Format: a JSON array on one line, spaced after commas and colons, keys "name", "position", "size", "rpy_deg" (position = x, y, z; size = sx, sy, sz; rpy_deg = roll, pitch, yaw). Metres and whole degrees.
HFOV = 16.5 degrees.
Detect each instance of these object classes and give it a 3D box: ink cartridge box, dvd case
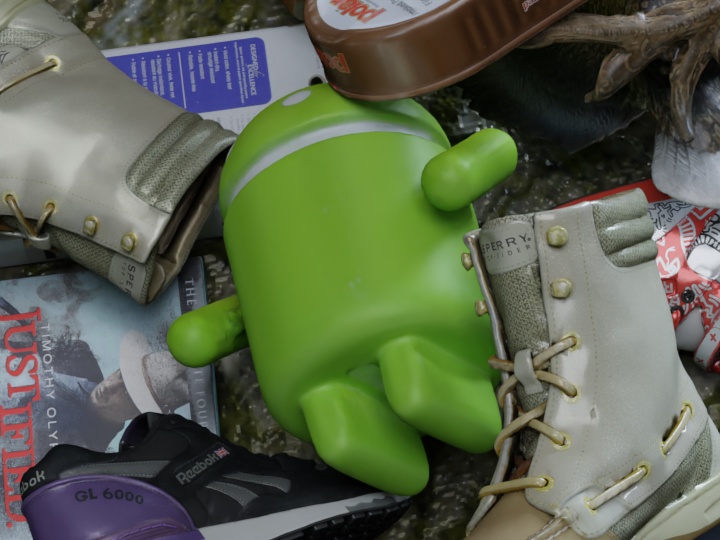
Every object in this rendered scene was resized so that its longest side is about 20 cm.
[{"name": "ink cartridge box", "position": [-0.100, -0.064, 1.245], "size": [0.199, 0.039, 0.100], "rpy_deg": [-7, 67, 0]}, {"name": "dvd case", "position": [-0.168, 0.072, 1.197], "size": [0.199, 0.022, 0.147], "rpy_deg": [-6, 67, -1]}]

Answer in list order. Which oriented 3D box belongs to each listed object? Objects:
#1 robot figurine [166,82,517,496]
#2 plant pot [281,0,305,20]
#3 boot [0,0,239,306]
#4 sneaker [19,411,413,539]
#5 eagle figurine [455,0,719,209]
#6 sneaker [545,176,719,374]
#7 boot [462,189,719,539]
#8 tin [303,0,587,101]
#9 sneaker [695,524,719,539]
[{"name": "robot figurine", "position": [0.000, 0.000, 1.136], "size": [0.175, 0.115, 0.201], "rpy_deg": [-33, 54, 26]}, {"name": "plant pot", "position": [-0.012, -0.234, 1.245], "size": [0.199, 0.200, 0.184], "rpy_deg": [-23, 83, -8]}, {"name": "boot", "position": [-0.166, -0.024, 1.175], "size": [0.154, 0.072, 0.200], "rpy_deg": [34, 72, 12]}, {"name": "sneaker", "position": [-0.061, 0.096, 1.110], "size": [0.199, 0.076, 0.088], "rpy_deg": [-7, 62, -45]}, {"name": "eagle figurine", "position": [0.137, -0.122, 1.209], "size": [0.151, 0.200, 0.152], "rpy_deg": [27, 90, -10]}, {"name": "sneaker", "position": [0.143, 0.016, 1.187], "size": [0.200, 0.067, 0.108], "rpy_deg": [-21, 65, -10]}, {"name": "boot", "position": [0.072, 0.056, 1.023], "size": [0.199, 0.072, 0.156], "rpy_deg": [-22, 98, -45]}, {"name": "tin", "position": [0.064, -0.148, 1.132], "size": [0.199, 0.042, 0.112], "rpy_deg": [-34, 28, -11]}, {"name": "sneaker", "position": [0.208, 0.141, 1.118], "size": [0.202, 0.077, 0.146], "rpy_deg": [-45, 61, -6]}]
